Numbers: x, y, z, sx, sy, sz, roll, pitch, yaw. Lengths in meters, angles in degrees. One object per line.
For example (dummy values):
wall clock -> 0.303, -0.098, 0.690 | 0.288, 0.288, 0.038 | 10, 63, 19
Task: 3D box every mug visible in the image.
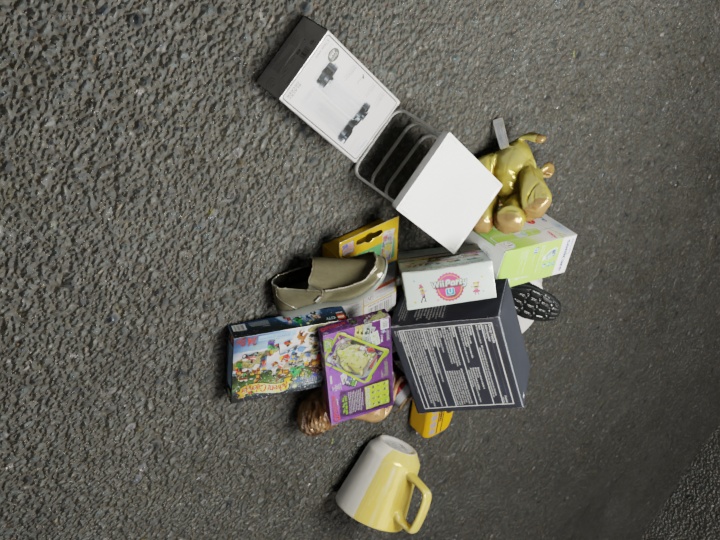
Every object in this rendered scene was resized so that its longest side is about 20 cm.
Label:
mug -> 0.062, 0.425, 1.926 | 0.154, 0.185, 0.149 | -67, 166, 7

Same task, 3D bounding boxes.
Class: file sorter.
file sorter -> 0.107, -0.145, 1.543 | 0.139, 0.124, 0.200 | -54, 142, 3

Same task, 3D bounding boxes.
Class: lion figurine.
lion figurine -> -0.016, 0.238, 1.713 | 0.072, 0.198, 0.124 | -4, 96, -79

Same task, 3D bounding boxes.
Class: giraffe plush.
giraffe plush -> 0.275, -0.149, 1.713 | 0.162, 0.171, 0.202 | 29, 64, -61

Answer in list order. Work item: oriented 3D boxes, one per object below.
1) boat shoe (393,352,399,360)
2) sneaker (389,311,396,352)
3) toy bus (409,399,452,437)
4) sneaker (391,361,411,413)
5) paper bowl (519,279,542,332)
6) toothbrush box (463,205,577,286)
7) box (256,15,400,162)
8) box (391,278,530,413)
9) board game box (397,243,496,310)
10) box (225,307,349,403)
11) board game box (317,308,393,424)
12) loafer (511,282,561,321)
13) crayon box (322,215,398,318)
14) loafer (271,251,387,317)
boat shoe -> 0.152, 0.160, 1.826 | 0.199, 0.064, 0.074 | 2, 163, -20
sneaker -> 0.021, 0.131, 1.734 | 0.199, 0.074, 0.089 | -11, 150, -47
toy bus -> 0.152, 0.238, 1.944 | 0.078, 0.065, 0.202 | -20, 133, -31
sneaker -> 0.052, 0.209, 1.833 | 0.071, 0.112, 0.200 | -46, 172, -8
paper bowl -> 0.281, 0.057, 1.897 | 0.199, 0.104, 0.202 | -25, 134, -29
toothbrush box -> 0.273, -0.050, 1.768 | 0.199, 0.145, 0.087 | -11, 127, -38
box -> -0.042, -0.251, 1.362 | 0.117, 0.060, 0.200 | -54, 141, 4
box -> 0.179, 0.134, 1.684 | 0.124, 0.196, 0.201 | -64, 142, -51
board game box -> 0.138, 0.006, 1.598 | 0.146, 0.200, 0.065 | -8, 99, 2
box -> -0.120, 0.138, 1.575 | 0.198, 0.038, 0.138 | -9, 127, -22
board game box -> -0.005, 0.163, 1.607 | 0.119, 0.032, 0.202 | -17, 129, -19
loafer -> 0.276, 0.034, 1.778 | 0.071, 0.199, 0.069 | -70, -179, -62
crayon box -> 0.000, 0.000, 1.612 | 0.125, 0.052, 0.201 | -25, 136, -29
loafer -> -0.053, 0.015, 1.503 | 0.198, 0.076, 0.070 | -20, 129, 14
